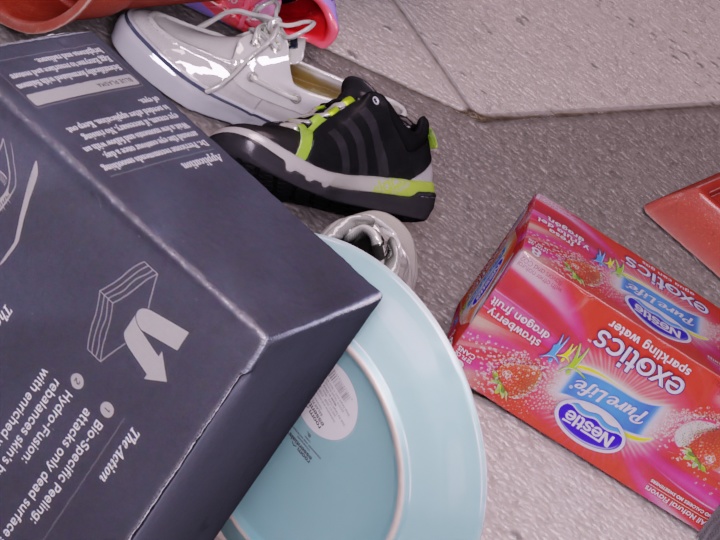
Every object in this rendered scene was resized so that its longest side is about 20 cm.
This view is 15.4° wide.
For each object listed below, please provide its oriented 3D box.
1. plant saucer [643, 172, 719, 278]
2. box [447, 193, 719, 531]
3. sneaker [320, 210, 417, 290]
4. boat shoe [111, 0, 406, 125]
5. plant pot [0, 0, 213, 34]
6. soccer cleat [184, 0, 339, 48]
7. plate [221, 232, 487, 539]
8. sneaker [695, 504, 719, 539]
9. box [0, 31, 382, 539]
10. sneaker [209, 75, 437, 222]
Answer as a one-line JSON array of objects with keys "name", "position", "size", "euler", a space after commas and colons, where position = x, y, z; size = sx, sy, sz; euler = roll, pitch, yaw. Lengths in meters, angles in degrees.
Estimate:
[{"name": "plant saucer", "position": [0.335, -0.013, 2.041], "size": [0.199, 0.037, 0.200], "euler": [42, 26, 15]}, {"name": "box", "position": [0.160, 0.057, 1.639], "size": [0.199, 0.100, 0.096], "euler": [33, 26, -5]}, {"name": "sneaker", "position": [0.000, 0.000, 1.572], "size": [0.075, 0.081, 0.200], "euler": [34, 24, 3]}, {"name": "boat shoe", "position": [-0.058, -0.134, 1.722], "size": [0.201, 0.086, 0.075], "euler": [28, 26, -13]}, {"name": "plant pot", "position": [-0.128, -0.250, 1.676], "size": [0.195, 0.201, 0.201], "euler": [-4, 45, -41]}, {"name": "soccer cleat", "position": [-0.095, -0.201, 1.822], "size": [0.199, 0.068, 0.073], "euler": [10, 43, -43]}, {"name": "plate", "position": [-0.023, 0.082, 1.273], "size": [0.026, 0.201, 0.200], "euler": [-18, 56, -45]}, {"name": "sneaker", "position": [0.245, 0.202, 1.521], "size": [0.082, 0.075, 0.200], "euler": [27, 26, -12]}, {"name": "box", "position": [-0.133, 0.030, 1.227], "size": [0.200, 0.197, 0.117], "euler": [42, 26, 15]}, {"name": "sneaker", "position": [-0.024, -0.083, 1.662], "size": [0.071, 0.083, 0.200], "euler": [3, -6, 38]}]
